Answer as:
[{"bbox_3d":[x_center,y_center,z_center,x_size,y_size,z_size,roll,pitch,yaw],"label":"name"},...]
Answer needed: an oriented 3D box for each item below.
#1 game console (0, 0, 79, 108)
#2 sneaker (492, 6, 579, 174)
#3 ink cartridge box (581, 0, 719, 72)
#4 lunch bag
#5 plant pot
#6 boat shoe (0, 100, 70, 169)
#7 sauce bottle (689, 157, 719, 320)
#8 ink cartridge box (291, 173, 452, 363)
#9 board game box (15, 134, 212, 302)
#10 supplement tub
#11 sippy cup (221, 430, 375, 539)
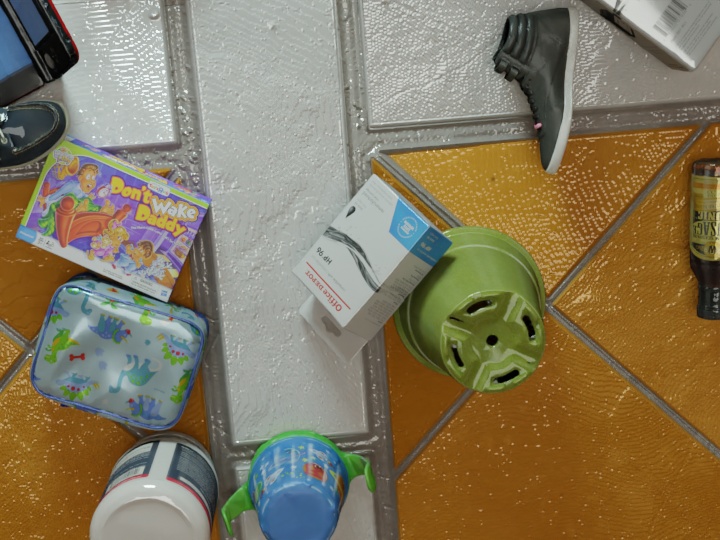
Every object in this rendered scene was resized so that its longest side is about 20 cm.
[{"bbox_3d":[-0.433,-0.294,1.275,0.118,0.172,0.201,-33,103,-23],"label":"game console"},{"bbox_3d":[0.206,-0.219,1.348,0.098,0.071,0.202,3,96,-2],"label":"sneaker"},{"bbox_3d":[0.348,-0.353,1.316,0.199,0.084,0.145,34,98,-9],"label":"ink cartridge box"},{"bbox_3d":[-0.299,0.104,1.379,0.199,0.082,0.162,17,99,-6],"label":"lunch bag"},{"bbox_3d":[0.143,0.060,1.339,0.198,0.190,0.202,0,101,-2],"label":"plant pot"},{"bbox_3d":[-0.439,-0.156,1.307,0.199,0.062,0.075,-11,84,13],"label":"boat shoe"},{"bbox_3d":[0.447,-0.039,1.397,0.066,0.066,0.201,-4,101,-2],"label":"sauce bottle"},{"bbox_3d":[0.000,0.000,1.352,0.200,0.068,0.116,-50,55,7],"label":"ink cartridge box"},{"bbox_3d":[-0.300,-0.065,1.363,0.199,0.045,0.135,24,100,-7],"label":"board game box"},{"bbox_3d":[-0.246,0.288,1.360,0.139,0.200,0.141,-1,102,-3],"label":"supplement tub"},{"bbox_3d":[-0.078,0.288,1.405,0.139,0.130,0.178,37,98,-9],"label":"sippy cup"}]
